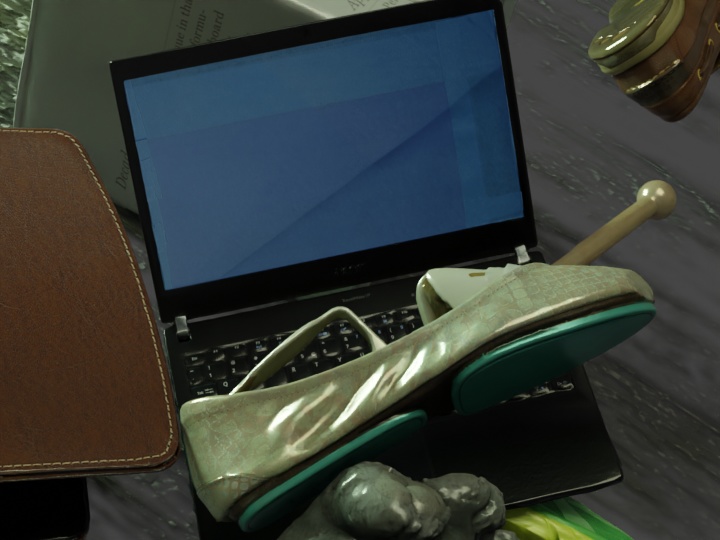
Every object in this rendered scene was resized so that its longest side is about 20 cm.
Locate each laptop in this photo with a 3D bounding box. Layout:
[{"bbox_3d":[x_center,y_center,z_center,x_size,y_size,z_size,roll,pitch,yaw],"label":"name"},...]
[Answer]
[{"bbox_3d":[0.000,0.000,0.747,0.175,0.104,0.201,-12,50,-5],"label":"laptop"}]

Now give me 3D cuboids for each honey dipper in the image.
[{"bbox_3d":[0.115,-0.005,0.943,0.038,0.038,0.199,37,42,21],"label":"honey dipper"}]

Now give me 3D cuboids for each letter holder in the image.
[{"bbox_3d":[-0.165,0.039,0.748,0.141,0.101,0.201,-2,45,-24],"label":"letter holder"}]

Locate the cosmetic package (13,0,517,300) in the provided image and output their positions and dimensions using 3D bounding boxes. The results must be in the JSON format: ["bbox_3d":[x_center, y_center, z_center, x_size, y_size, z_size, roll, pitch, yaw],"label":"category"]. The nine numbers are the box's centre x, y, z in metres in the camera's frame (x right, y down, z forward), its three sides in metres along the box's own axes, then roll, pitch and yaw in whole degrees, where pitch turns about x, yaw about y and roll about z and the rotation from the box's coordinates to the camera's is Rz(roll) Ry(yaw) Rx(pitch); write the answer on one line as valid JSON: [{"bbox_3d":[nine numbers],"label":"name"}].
[{"bbox_3d":[-0.044,-0.118,0.910,0.199,0.166,0.165,27,41,10],"label":"cosmetic package"}]

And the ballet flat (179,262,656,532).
[{"bbox_3d":[0.021,0.032,0.702,0.199,0.068,0.063,-26,71,-9],"label":"ballet flat"}]

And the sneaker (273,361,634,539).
[{"bbox_3d":[0.047,0.082,0.787,0.199,0.074,0.084,31,56,16],"label":"sneaker"}]

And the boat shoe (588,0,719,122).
[{"bbox_3d":[0.197,-0.150,1.114,0.068,0.072,0.200,53,33,-10],"label":"boat shoe"}]

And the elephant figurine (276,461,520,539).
[{"bbox_3d":[0.028,0.173,0.635,0.141,0.156,0.201,21,26,-30],"label":"elephant figurine"}]
